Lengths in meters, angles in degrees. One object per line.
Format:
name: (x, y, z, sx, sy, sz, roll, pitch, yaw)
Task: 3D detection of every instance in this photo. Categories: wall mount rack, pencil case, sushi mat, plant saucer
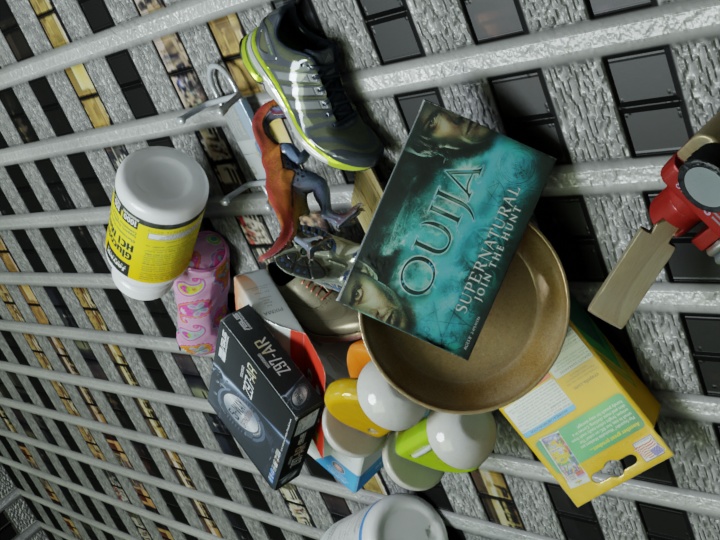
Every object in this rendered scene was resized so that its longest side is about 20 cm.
wall mount rack: (-0.141, -0.141, 1.139, 0.173, 0.074, 0.201, 6, 127, 61)
pencil case: (-0.230, 0.036, 1.405, 0.087, 0.087, 0.201, 35, 143, 21)
sushi mat: (0.030, -0.031, 1.033, 0.096, 0.012, 0.201, 101, 151, -50)
plant saucer: (0.097, 0.034, 0.924, 0.201, 0.200, 0.035, 51, -179, 0)

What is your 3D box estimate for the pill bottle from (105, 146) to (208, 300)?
pill bottle: (-0.262, -0.052, 1.229, 0.112, 0.112, 0.201, 42, 141, 13)

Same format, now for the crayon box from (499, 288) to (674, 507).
crayon box: (0.209, 0.124, 0.985, 0.126, 0.052, 0.200, -39, 89, 32)

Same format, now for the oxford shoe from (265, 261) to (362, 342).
oxford shoe: (-0.056, 0.037, 1.223, 0.199, 0.070, 0.075, 12, 127, 42)

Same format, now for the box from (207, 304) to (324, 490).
box: (-0.123, 0.162, 1.217, 0.160, 0.043, 0.201, 49, 147, 21)

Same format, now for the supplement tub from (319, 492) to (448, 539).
supplement tub: (0.028, 0.405, 1.403, 0.132, 0.132, 0.200, 48, 145, 4)

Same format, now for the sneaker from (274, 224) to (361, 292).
sneaker: (0.000, 0.000, 1.135, 0.199, 0.078, 0.085, 25, 179, 9)

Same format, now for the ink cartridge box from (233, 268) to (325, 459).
ink cartridge box: (-0.103, 0.121, 1.222, 0.200, 0.050, 0.163, -123, 27, -44)

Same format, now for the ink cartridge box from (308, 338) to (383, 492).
ink cartridge box: (-0.023, 0.177, 1.296, 0.145, 0.084, 0.201, 37, 143, 23)

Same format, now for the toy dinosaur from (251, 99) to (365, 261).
toy dinosaur: (-0.074, -0.113, 1.048, 0.105, 0.200, 0.182, -44, 75, 23)

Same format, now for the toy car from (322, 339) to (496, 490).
toy car: (0.062, 0.150, 1.117, 0.199, 0.151, 0.175, 30, 146, -9)

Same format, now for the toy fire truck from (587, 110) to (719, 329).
toy fire truck: (0.289, -0.009, 0.771, 0.176, 0.129, 0.200, 46, 156, 7)

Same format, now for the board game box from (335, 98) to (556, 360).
board game box: (0.077, -0.037, 0.891, 0.134, 0.201, 0.028, 23, -179, -1)

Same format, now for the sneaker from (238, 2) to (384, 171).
sneaker: (-0.045, -0.189, 1.012, 0.200, 0.074, 0.081, 48, 142, 2)

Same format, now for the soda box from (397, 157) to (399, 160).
soda box: (0.086, -0.025, 0.997, 0.068, 0.064, 0.201, -124, 21, -51)
